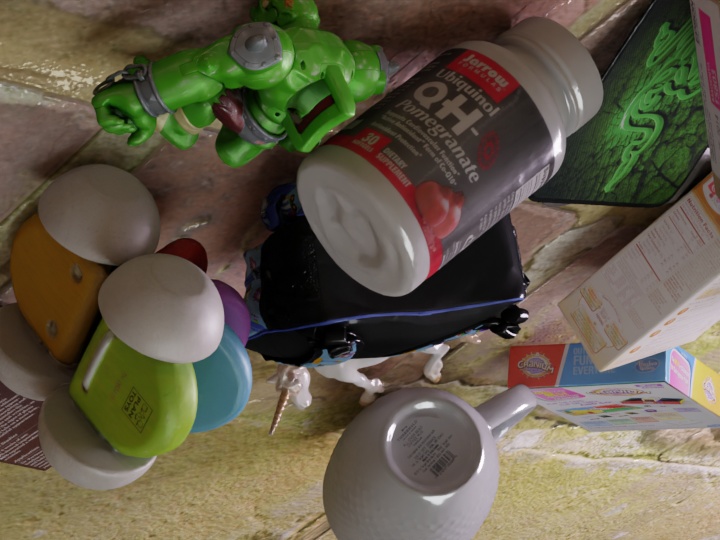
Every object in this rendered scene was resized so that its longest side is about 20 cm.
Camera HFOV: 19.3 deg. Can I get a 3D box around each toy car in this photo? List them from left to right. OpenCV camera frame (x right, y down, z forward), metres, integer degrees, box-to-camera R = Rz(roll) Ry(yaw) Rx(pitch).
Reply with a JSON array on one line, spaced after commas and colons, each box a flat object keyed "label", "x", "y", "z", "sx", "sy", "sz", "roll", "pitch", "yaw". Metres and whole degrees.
[{"label": "toy car", "x": -0.147, "y": 0.037, "z": 1.416, "sx": 0.150, "sy": 0.200, "sz": 0.175, "roll": -3, "pitch": 134, "yaw": -42}]

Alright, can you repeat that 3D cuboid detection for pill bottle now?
[{"label": "pill bottle", "x": 0.064, "y": -0.081, "z": 1.389, "sx": 0.200, "sy": 0.111, "sz": 0.111, "roll": -39, "pitch": 162, "yaw": -25}]

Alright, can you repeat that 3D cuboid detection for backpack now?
[{"label": "backpack", "x": 0.000, "y": 0.000, "z": 1.521, "sx": 0.182, "sy": 0.135, "sz": 0.200, "roll": -6, "pitch": 174, "yaw": -27}]

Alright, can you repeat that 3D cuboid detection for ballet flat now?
[{"label": "ballet flat", "x": 0.198, "y": -0.082, "z": 1.627, "sx": 0.200, "sy": 0.046, "sz": 0.067, "roll": -7, "pitch": 135, "yaw": -39}]

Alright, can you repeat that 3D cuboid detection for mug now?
[{"label": "mug", "x": 0.069, "y": 0.163, "z": 1.855, "sx": 0.200, "sy": 0.148, "sz": 0.175, "roll": -32, "pitch": 167, "yaw": -17}]

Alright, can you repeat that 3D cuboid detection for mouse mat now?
[{"label": "mouse mat", "x": 0.222, "y": -0.122, "z": 1.547, "sx": 0.161, "sy": 0.008, "sz": 0.200, "roll": 1, "pitch": 132, "yaw": -41}]

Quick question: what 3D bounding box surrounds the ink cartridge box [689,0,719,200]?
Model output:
[{"label": "ink cartridge box", "x": 0.316, "y": -0.146, "z": 1.443, "sx": 0.165, "sy": 0.075, "sz": 0.200, "roll": -17, "pitch": 119, "yaw": -8}]

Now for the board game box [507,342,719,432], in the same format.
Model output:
[{"label": "board game box", "x": 0.245, "y": 0.108, "z": 1.949, "sx": 0.153, "sy": 0.040, "sz": 0.200, "roll": -4, "pitch": 163, "yaw": 27}]

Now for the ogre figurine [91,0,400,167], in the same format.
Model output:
[{"label": "ogre figurine", "x": -0.059, "y": -0.112, "z": 1.310, "sx": 0.120, "sy": 0.098, "sz": 0.200, "roll": -25, "pitch": 145, "yaw": 33}]

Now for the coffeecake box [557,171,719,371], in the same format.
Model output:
[{"label": "coffeecake box", "x": 0.285, "y": -0.010, "z": 1.752, "sx": 0.153, "sy": 0.073, "sz": 0.200, "roll": -13, "pitch": 156, "yaw": -49}]

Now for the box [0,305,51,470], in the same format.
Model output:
[{"label": "box", "x": -0.270, "y": 0.082, "z": 1.546, "sx": 0.100, "sy": 0.075, "sz": 0.200, "roll": -32, "pitch": 154, "yaw": 22}]

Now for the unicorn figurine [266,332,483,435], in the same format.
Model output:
[{"label": "unicorn figurine", "x": 0.003, "y": 0.068, "z": 1.741, "sx": 0.200, "sy": 0.074, "sz": 0.137, "roll": -38, "pitch": 153, "yaw": -2}]
